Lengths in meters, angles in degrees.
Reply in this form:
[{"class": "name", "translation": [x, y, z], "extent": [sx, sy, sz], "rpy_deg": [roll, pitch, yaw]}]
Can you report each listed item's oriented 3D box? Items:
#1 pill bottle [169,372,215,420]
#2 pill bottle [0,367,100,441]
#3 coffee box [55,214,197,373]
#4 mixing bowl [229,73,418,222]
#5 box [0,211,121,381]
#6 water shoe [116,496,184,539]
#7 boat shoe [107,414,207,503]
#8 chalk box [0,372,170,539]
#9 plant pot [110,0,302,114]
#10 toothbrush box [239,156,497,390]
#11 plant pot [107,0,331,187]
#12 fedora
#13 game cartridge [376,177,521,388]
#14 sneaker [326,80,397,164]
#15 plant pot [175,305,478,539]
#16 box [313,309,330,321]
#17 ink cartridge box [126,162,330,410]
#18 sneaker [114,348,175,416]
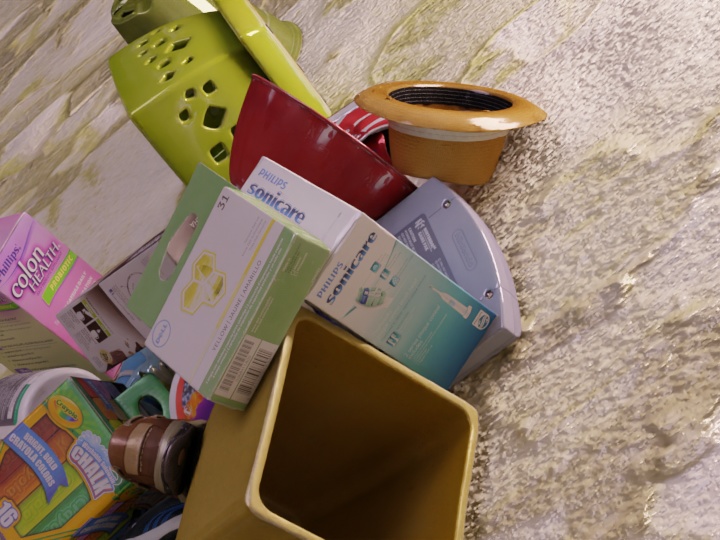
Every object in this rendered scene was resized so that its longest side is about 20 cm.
[{"class": "pill bottle", "translation": [-0.075, 0.116, 1.483], "extent": [0.199, 0.111, 0.112], "rpy_deg": [-11, 46, 45]}, {"class": "pill bottle", "translation": [-0.355, 0.167, 1.767], "extent": [0.200, 0.113, 0.113], "rpy_deg": [-10, 47, 55]}, {"class": "coffee box", "translation": [-0.191, 0.011, 1.567], "extent": [0.200, 0.080, 0.113], "rpy_deg": [-31, 9, 46]}, {"class": "mixing bowl", "translation": [-0.051, -0.088, 1.557], "extent": [0.109, 0.200, 0.200], "rpy_deg": [-56, 31, -1]}, {"class": "box", "translation": [-0.382, 0.039, 1.869], "extent": [0.175, 0.200, 0.097], "rpy_deg": [-9, 48, 47]}, {"class": "water shoe", "translation": [-0.159, 0.232, 1.498], "extent": [0.199, 0.071, 0.079], "rpy_deg": [-22, 37, 36]}, {"class": "boat shoe", "translation": [-0.175, 0.156, 1.404], "extent": [0.200, 0.073, 0.076], "rpy_deg": [90, -167, -78]}, {"class": "chalk box", "translation": [-0.261, 0.187, 1.581], "extent": [0.200, 0.124, 0.125], "rpy_deg": [-44, 73, 8]}, {"class": "plant pot", "translation": [-0.210, -0.296, 2.040], "extent": [0.200, 0.190, 0.201], "rpy_deg": [-33, 34, 25]}, {"class": "toothbrush box", "translation": [-0.004, 0.004, 1.355], "extent": [0.146, 0.200, 0.086], "rpy_deg": [32, 86, 46]}, {"class": "plant pot", "translation": [-0.154, -0.196, 1.861], "extent": [0.181, 0.199, 0.200], "rpy_deg": [-38, 31, 3]}, {"class": "fedora", "translation": [0.083, -0.129, 1.555], "extent": [0.200, 0.200, 0.082], "rpy_deg": [-145, 57, -59]}, {"class": "game cartridge", "translation": [0.068, 0.014, 1.456], "extent": [0.133, 0.040, 0.201], "rpy_deg": [-40, 45, 19]}, {"class": "sneaker", "translation": [-0.020, -0.113, 1.711], "extent": [0.200, 0.071, 0.113], "rpy_deg": [-38, 29, 12]}, {"class": "plant pot", "translation": [-0.048, 0.186, 1.306], "extent": [0.200, 0.194, 0.196], "rpy_deg": [-38, 30, 42]}, {"class": "box", "translation": [0.000, 0.000, 1.599], "extent": [0.121, 0.032, 0.200], "rpy_deg": [-45, 30, 5]}, {"class": "ink cartridge box", "translation": [-0.124, 0.002, 1.291], "extent": [0.200, 0.048, 0.146], "rpy_deg": [34, 98, 45]}, {"class": "sneaker", "translation": [-0.187, 0.108, 1.669], "extent": [0.200, 0.079, 0.131], "rpy_deg": [-29, 32, 45]}]
